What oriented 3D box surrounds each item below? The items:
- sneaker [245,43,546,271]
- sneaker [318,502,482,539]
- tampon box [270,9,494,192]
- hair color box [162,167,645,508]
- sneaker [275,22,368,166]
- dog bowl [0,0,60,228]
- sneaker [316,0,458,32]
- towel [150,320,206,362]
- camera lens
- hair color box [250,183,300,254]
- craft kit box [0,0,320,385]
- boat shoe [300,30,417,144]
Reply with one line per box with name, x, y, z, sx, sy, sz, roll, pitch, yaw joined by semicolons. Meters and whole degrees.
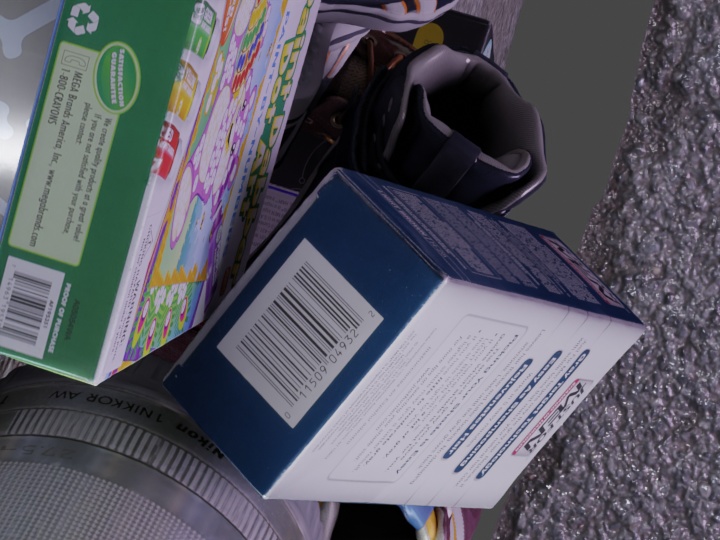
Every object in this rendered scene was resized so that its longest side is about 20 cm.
sneaker;-0.001;-0.001;0.986;0.203;0.077;0.146;-62;-168;-22
sneaker;0.015;0.098;1.006;0.090;0.074;0.201;115;-3;-48
tampon box;-0.003;-0.061;1.353;0.200;0.125;0.151;60;47;-81
hair color box;0.022;0.030;0.897;0.100;0.061;0.200;-50;156;12
sneaker;-0.046;-0.098;1.055;0.080;0.078;0.200;-52;-176;31
dog bowl;-0.089;-0.090;0.853;0.200;0.058;0.201;17;90;-83
sneaker;0.013;-0.145;1.008;0.079;0.079;0.200;-36;174;28
towel;-0.096;0.107;1.000;0.023;0.144;0.201;-7;118;-51
camera lens;-0.108;0.143;0.848;0.200;0.159;0.161;-64;169;-51
hair color box;-0.073;0.055;1.144;0.065;0.109;0.201;8;100;-85
craft kit box;-0.051;-0.077;0.778;0.198;0.048;0.201;-49;156;-80
boat shoe;0.005;-0.086;1.167;0.200;0.072;0.073;34;75;-38
